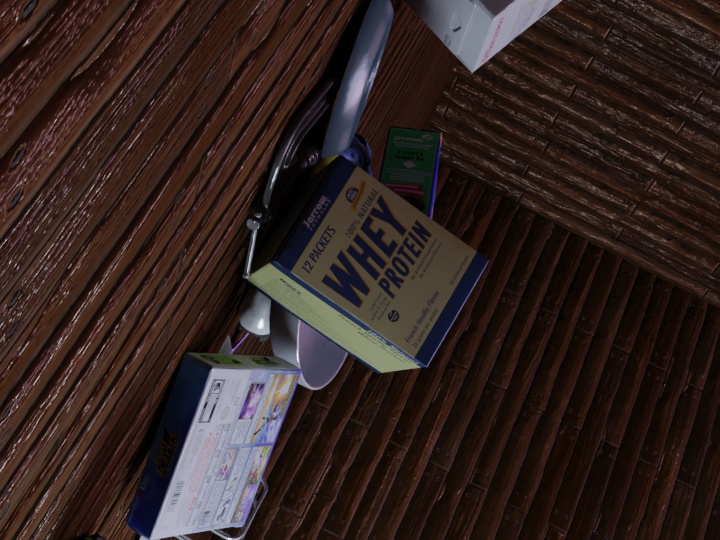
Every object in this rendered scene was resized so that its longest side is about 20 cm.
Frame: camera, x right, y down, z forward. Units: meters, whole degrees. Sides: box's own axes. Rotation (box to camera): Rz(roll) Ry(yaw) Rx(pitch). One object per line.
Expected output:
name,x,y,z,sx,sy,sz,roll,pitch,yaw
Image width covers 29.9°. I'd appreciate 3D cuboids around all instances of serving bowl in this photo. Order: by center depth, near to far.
serving bowl,-0.062,0.040,1.661,0.200,0.065,0.203,13,90,-70

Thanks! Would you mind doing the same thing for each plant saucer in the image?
plant saucer,0.000,-0.219,1.528,0.200,0.027,0.203,-160,-91,-90

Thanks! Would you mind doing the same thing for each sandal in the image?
sandal,-0.026,-0.142,1.737,0.200,0.078,0.088,27,57,-82

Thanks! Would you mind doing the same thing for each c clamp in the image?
c clamp,-0.075,-0.114,1.440,0.201,0.027,0.172,-59,170,-47

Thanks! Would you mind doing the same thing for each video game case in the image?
video game case,-0.161,0.192,1.501,0.181,0.045,0.202,10,103,-60

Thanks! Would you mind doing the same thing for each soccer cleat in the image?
soccer cleat,-0.096,0.016,1.739,0.087,0.069,0.200,-64,177,29

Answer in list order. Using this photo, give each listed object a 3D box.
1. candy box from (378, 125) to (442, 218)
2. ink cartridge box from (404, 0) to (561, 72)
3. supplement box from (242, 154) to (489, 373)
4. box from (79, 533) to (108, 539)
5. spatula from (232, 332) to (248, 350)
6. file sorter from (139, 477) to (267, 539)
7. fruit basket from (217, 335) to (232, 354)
candy box,0.050,-0.054,1.705,0.201,0.076,0.170,-82,179,-46
ink cartridge box,0.181,-0.397,1.787,0.200,0.145,0.146,-41,169,-19
supplement box,0.000,0.000,1.473,0.135,0.199,0.200,-58,-172,-13
box,-0.236,0.343,1.277,0.125,0.147,0.200,-62,177,-6
spatula,-0.185,0.148,1.822,0.202,0.020,0.057,-64,179,11
file sorter,-0.226,0.359,1.857,0.201,0.123,0.139,-62,179,36
fruit basket,-0.197,0.195,1.594,0.201,0.093,0.187,83,30,-57
